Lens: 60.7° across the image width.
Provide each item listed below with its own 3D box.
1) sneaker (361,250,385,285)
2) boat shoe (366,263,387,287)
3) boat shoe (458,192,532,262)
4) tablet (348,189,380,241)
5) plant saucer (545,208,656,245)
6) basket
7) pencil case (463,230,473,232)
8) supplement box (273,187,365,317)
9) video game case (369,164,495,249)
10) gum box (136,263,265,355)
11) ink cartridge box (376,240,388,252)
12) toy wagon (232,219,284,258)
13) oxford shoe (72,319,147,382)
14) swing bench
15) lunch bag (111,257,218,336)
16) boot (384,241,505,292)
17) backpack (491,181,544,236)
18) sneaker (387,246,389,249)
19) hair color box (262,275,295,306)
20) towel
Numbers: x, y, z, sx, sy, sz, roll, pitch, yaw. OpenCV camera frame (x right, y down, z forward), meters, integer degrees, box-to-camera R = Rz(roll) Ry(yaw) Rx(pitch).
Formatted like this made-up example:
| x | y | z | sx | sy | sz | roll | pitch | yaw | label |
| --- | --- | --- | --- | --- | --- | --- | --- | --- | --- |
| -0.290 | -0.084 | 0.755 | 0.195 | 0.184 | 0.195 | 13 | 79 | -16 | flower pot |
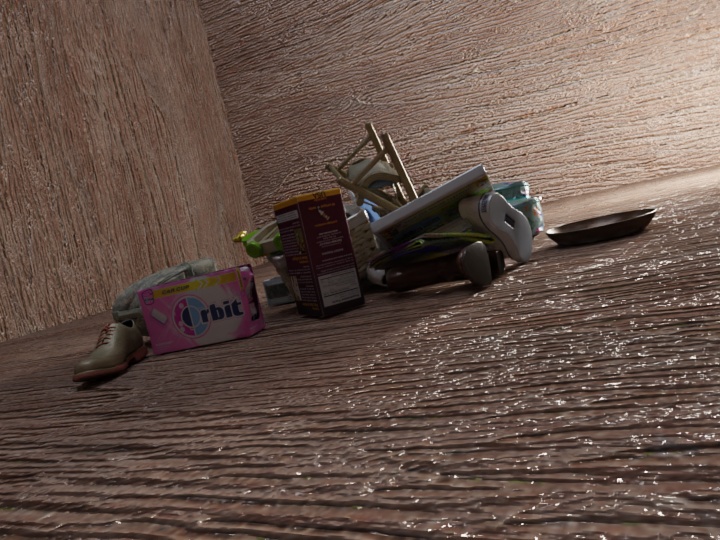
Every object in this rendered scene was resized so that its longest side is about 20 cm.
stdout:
| x | y | z | sx | sy | sz | roll | pitch | yaw | label |
| --- | --- | --- | --- | --- | --- | --- | --- | --- | --- |
| 0.000 | 0.000 | 1.305 | 0.199 | 0.075 | 0.087 | -15 | 10 | -10 | sneaker |
| 0.112 | -0.012 | 1.171 | 0.199 | 0.072 | 0.068 | -9 | 24 | -23 | boat shoe |
| 0.218 | -0.069 | 1.028 | 0.086 | 0.075 | 0.202 | 5 | -15 | 38 | boat shoe |
| 0.052 | -0.093 | 1.320 | 0.014 | 0.131 | 0.200 | -37 | -33 | 21 | tablet |
| 0.453 | -0.080 | 1.160 | 0.199 | 0.032 | 0.200 | -14 | 6 | 1 | plant saucer |
| -0.071 | -0.029 | 1.206 | 0.199 | 0.124 | 0.135 | -29 | 20 | -13 | basket |
| 0.230 | -0.081 | 1.263 | 0.199 | 0.087 | 0.078 | 8 | 39 | 25 | pencil case |
| -0.071 | -0.028 | 1.043 | 0.085 | 0.201 | 0.110 | -15 | 5 | -27 | supplement box |
| 0.132 | -0.090 | 1.033 | 0.199 | 0.023 | 0.182 | -27 | -21 | 12 | video game case |
| -0.263 | 0.065 | 1.039 | 0.199 | 0.114 | 0.066 | -12 | 5 | 16 | gum box |
| 0.025 | -0.059 | 1.458 | 0.144 | 0.085 | 0.200 | -12 | -14 | 28 | ink cartridge box |
| -0.158 | -0.073 | 1.178 | 0.199 | 0.040 | 0.155 | -13 | 24 | 32 | toy wagon |
| -0.403 | 0.125 | 0.974 | 0.070 | 0.075 | 0.200 | -13 | 5 | 0 | oxford shoe |
| 0.053 | -0.160 | 1.173 | 0.130 | 0.200 | 0.199 | -44 | 19 | 6 | swing bench |
| -0.386 | 0.065 | 1.229 | 0.167 | 0.140 | 0.199 | -17 | 5 | -42 | lunch bag |
| 0.111 | 0.003 | 0.977 | 0.199 | 0.065 | 0.186 | -8 | -6 | 27 | boot |
| 0.317 | -0.119 | 1.367 | 0.176 | 0.152 | 0.200 | -11 | 10 | 15 | backpack |
| 0.111 | -0.044 | 1.276 | 0.060 | 0.105 | 0.200 | -12 | 5 | 27 | sneaker |
| -0.126 | 0.025 | 1.414 | 0.098 | 0.061 | 0.200 | -11 | 6 | 25 | hair color box |
| 0.113 | -0.030 | 1.024 | 0.143 | 0.023 | 0.200 | -2 | -10 | -27 | towel |
